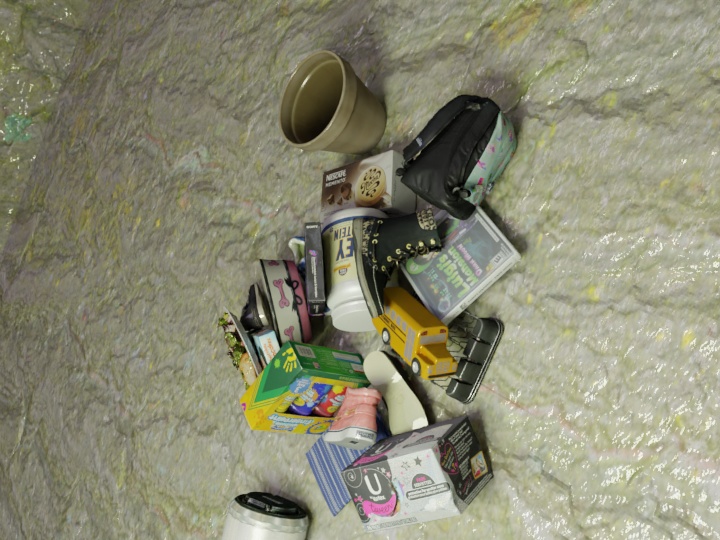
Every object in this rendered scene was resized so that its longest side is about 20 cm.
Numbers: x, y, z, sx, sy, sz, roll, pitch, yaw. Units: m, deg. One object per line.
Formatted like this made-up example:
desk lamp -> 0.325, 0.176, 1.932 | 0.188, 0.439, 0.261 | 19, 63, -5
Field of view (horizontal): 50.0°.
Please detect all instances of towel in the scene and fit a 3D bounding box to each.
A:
towel -> -0.019, 0.347, 1.468 | 0.201, 0.024, 0.146 | -50, 50, 24

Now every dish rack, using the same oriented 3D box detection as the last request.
dish rack -> 0.141, 0.121, 1.352 | 0.199, 0.054, 0.156 | 30, 98, 48

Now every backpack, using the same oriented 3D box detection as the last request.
backpack -> 0.180, -0.203, 1.350 | 0.166, 0.126, 0.202 | 33, 90, 35

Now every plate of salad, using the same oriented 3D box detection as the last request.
plate of salad -> -0.248, 0.168, 1.584 | 0.047, 0.202, 0.201 | -25, 47, -14

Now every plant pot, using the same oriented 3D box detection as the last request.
plant pot -> -0.045, -0.322, 1.590 | 0.198, 0.172, 0.205 | -16, 66, 40

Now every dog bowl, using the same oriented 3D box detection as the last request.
dog bowl -> -0.153, 0.069, 1.583 | 0.200, 0.072, 0.205 | 168, 90, -81

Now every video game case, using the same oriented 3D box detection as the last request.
video game case -> 0.163, -0.025, 1.351 | 0.181, 0.023, 0.201 | -43, 43, 11

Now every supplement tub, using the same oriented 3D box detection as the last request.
supplement tub -> 0.000, 0.000, 1.464 | 0.143, 0.144, 0.204 | -24, 62, 38

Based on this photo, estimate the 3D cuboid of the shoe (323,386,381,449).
shoe -> -0.011, 0.265, 1.385 | 0.200, 0.070, 0.093 | 136, 149, -67

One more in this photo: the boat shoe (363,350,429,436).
boat shoe -> 0.076, 0.235, 1.377 | 0.073, 0.063, 0.204 | -37, 67, 17

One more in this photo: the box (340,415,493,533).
box -> 0.089, 0.331, 1.255 | 0.198, 0.131, 0.117 | -26, 89, 37

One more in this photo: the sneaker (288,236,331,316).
sneaker -> -0.097, 0.011, 1.607 | 0.076, 0.076, 0.202 | -45, 53, 23

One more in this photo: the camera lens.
camera lens -> -0.192, 0.540, 1.476 | 0.158, 0.158, 0.205 | 8, 83, 46

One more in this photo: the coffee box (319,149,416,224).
coffee box -> 0.014, -0.154, 1.545 | 0.197, 0.079, 0.116 | -10, 72, 43

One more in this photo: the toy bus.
toy bus -> 0.090, 0.104, 1.300 | 0.200, 0.064, 0.080 | 42, 129, 54

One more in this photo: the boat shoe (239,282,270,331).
boat shoe -> -0.237, 0.080, 1.678 | 0.062, 0.074, 0.200 | -23, 18, -4

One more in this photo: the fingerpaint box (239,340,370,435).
fingerpaint box -> -0.099, 0.227, 1.453 | 0.167, 0.198, 0.074 | -49, 50, 21

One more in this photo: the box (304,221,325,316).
box -> -0.088, 0.002, 1.464 | 0.200, 0.035, 0.146 | 115, 152, -77

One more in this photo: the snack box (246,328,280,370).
snack box -> -0.190, 0.181, 1.578 | 0.200, 0.036, 0.118 | 171, 80, -73

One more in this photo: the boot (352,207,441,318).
boot -> 0.067, -0.022, 1.330 | 0.150, 0.074, 0.207 | -11, 52, 4
